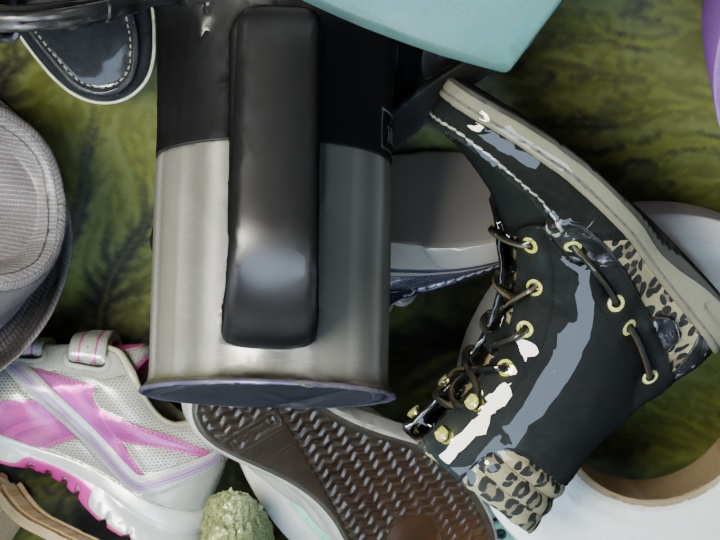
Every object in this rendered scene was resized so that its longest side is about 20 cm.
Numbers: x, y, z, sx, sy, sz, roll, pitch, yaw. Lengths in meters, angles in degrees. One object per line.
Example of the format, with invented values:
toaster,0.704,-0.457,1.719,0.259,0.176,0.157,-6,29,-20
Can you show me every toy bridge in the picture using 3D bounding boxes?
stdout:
toy bridge,-0.143,0.182,1.328,0.027,0.200,0.067,-1,136,-50

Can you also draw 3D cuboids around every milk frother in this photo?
milk frother,-0.088,-0.039,1.121,0.200,0.181,0.188,-1,81,15

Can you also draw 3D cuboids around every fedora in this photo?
fedora,-0.219,-0.030,1.179,0.200,0.177,0.090,15,160,-25

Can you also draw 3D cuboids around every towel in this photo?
towel,-0.059,0.205,1.308,0.036,0.148,0.200,0,155,6

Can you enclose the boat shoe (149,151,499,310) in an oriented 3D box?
boat shoe,0.000,0.000,1.268,0.200,0.075,0.093,-3,135,6

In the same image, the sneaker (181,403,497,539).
sneaker,-0.013,0.090,1.260,0.200,0.085,0.073,40,91,-25

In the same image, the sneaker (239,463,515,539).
sneaker,0.032,0.114,1.330,0.118,0.074,0.200,-38,117,22

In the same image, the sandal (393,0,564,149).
sandal,0.046,-0.125,1.174,0.048,0.075,0.200,33,118,-27

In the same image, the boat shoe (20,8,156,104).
boat shoe,-0.148,-0.158,1.169,0.075,0.062,0.200,-13,123,7

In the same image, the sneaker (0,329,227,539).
sneaker,-0.151,0.065,1.302,0.200,0.081,0.088,30,95,-3

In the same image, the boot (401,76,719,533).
boot,0.070,0.021,1.183,0.154,0.073,0.204,-48,120,2

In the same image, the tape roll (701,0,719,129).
tape roll,0.264,-0.108,1.187,0.200,0.066,0.200,1,122,1

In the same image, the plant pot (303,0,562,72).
plant pot,0.011,-0.184,1.069,0.200,0.141,0.141,35,112,-4

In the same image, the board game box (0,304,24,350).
board game box,-0.259,-0.017,1.225,0.200,0.135,0.028,33,151,-17

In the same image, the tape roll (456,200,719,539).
tape roll,0.149,0.064,1.278,0.203,0.037,0.203,-2,103,-7
